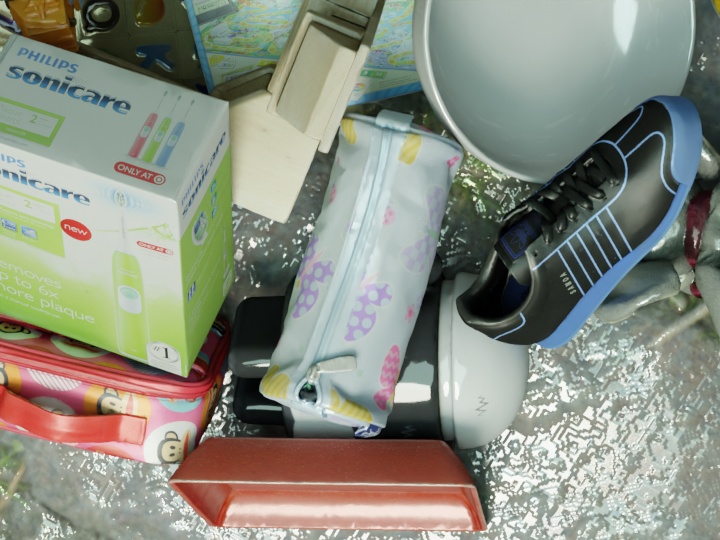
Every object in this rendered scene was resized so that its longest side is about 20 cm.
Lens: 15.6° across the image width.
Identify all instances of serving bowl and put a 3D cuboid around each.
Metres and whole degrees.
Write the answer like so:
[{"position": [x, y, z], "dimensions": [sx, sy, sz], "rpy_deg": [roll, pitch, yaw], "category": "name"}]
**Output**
[{"position": [0.115, -0.158, 1.697], "dimensions": [0.200, 0.066, 0.201], "rpy_deg": [-5, 100, -26], "category": "serving bowl"}]

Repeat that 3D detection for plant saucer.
[{"position": [-0.017, 0.144, 1.778], "dimensions": [0.199, 0.200, 0.037], "rpy_deg": [1, 76, 6], "category": "plant saucer"}]

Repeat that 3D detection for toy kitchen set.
[{"position": [-0.087, -0.148, 1.648], "dimensions": [0.180, 0.163, 0.200], "rpy_deg": [23, 106, -4], "category": "toy kitchen set"}]

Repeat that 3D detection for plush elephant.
[{"position": [0.235, -0.013, 1.720], "dimensions": [0.200, 0.155, 0.165], "rpy_deg": [46, 63, -42], "category": "plush elephant"}]

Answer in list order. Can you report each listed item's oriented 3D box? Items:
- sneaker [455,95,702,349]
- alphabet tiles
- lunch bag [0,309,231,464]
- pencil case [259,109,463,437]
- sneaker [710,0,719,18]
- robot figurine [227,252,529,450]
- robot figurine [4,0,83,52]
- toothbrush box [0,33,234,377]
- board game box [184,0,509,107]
[{"position": [0.137, -0.030, 1.661], "dimensions": [0.078, 0.070, 0.200], "rpy_deg": [9, 123, -39], "category": "sneaker"}, {"position": [-0.154, -0.143, 1.782], "dimensions": [0.199, 0.006, 0.167], "rpy_deg": [-5, 106, 7], "category": "alphabet tiles"}, {"position": [-0.193, 0.066, 1.760], "dimensions": [0.199, 0.176, 0.082], "rpy_deg": [13, 111, 1], "category": "lunch bag"}, {"position": [0.000, 0.000, 1.664], "dimensions": [0.083, 0.091, 0.201], "rpy_deg": [16, 87, 28], "category": "pencil case"}, {"position": [0.304, -0.125, 1.700], "dimensions": [0.200, 0.090, 0.070], "rpy_deg": [41, 106, -7], "category": "sneaker"}, {"position": [0.014, 0.059, 1.770], "dimensions": [0.199, 0.150, 0.125], "rpy_deg": [0, 77, 6], "category": "robot figurine"}, {"position": [-0.239, -0.214, 1.689], "dimensions": [0.145, 0.200, 0.058], "rpy_deg": [-11, 145, 2], "category": "robot figurine"}, {"position": [-0.161, -0.038, 1.647], "dimensions": [0.145, 0.086, 0.200], "rpy_deg": [19, 147, 10], "category": "toothbrush box"}, {"position": [-0.013, -0.177, 1.739], "dimensions": [0.199, 0.034, 0.135], "rpy_deg": [-12, 106, 6], "category": "board game box"}]
